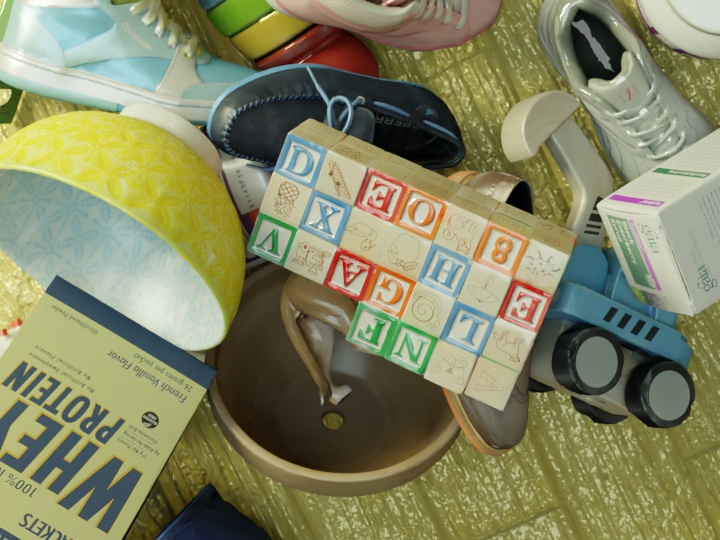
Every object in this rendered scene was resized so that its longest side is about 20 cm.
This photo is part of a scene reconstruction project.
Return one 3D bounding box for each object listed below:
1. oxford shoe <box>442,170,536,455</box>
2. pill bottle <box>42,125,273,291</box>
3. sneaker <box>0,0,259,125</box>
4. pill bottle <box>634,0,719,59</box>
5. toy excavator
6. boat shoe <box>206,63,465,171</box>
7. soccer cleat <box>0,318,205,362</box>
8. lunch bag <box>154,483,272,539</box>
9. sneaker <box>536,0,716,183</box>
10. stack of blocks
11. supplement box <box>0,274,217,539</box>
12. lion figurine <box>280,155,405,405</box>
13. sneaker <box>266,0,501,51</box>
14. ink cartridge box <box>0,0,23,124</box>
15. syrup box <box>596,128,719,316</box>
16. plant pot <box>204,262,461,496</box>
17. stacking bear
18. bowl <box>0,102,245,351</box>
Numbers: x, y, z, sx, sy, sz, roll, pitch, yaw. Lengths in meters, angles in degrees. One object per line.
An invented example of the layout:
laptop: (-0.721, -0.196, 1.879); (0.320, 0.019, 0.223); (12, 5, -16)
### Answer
oxford shoe: (0.096, 0.031, 1.042); (0.073, 0.071, 0.203); (0, 99, 52)
pill bottle: (-0.145, -0.038, 1.136); (0.198, 0.111, 0.112); (-21, 94, 11)
sneaker: (-0.149, -0.177, 1.045); (0.198, 0.080, 0.132); (9, 106, -11)
pill bottle: (0.240, -0.199, 1.007); (0.111, 0.200, 0.114); (1, 98, 9)
toy excavator: (0.167, -0.006, 1.096); (0.193, 0.100, 0.202); (24, 77, -20)
boat shoe: (-0.008, -0.103, 1.055); (0.198, 0.069, 0.085); (-9, 132, -29)
soccer cleat: (-0.204, 0.069, 1.185); (0.197, 0.069, 0.079); (-6, 100, 7)
lunch bag: (-0.142, 0.285, 1.168); (0.132, 0.136, 0.200); (43, 105, 2)
sneaker: (0.194, -0.118, 1.077); (0.078, 0.099, 0.200); (-40, 90, 12)
stack of blocks: (0.029, -0.006, 0.992); (0.198, 0.059, 0.116); (24, 109, 6)
supplement box: (-0.223, 0.152, 1.063); (0.133, 0.200, 0.201); (30, 57, -4)
lion figurine: (0.000, 0.000, 1.081); (0.123, 0.200, 0.073); (47, 142, 4)
sneaker: (0.038, -0.195, 1.043); (0.198, 0.104, 0.076); (1, 94, -34)
ink cartridge box: (-0.226, -0.190, 1.132); (0.059, 0.104, 0.202); (25, 101, 5)
syrup box: (0.270, -0.056, 1.036); (0.199, 0.081, 0.079); (-31, 107, -14)
plant pot: (-0.018, 0.090, 1.123); (0.199, 0.202, 0.093); (19, 144, 6)
stacking bear: (-0.058, -0.194, 1.104); (0.121, 0.114, 0.201); (-24, 106, 32)
bowl: (-0.151, -0.046, 1.008); (0.199, 0.201, 0.108); (27, 64, 5)
